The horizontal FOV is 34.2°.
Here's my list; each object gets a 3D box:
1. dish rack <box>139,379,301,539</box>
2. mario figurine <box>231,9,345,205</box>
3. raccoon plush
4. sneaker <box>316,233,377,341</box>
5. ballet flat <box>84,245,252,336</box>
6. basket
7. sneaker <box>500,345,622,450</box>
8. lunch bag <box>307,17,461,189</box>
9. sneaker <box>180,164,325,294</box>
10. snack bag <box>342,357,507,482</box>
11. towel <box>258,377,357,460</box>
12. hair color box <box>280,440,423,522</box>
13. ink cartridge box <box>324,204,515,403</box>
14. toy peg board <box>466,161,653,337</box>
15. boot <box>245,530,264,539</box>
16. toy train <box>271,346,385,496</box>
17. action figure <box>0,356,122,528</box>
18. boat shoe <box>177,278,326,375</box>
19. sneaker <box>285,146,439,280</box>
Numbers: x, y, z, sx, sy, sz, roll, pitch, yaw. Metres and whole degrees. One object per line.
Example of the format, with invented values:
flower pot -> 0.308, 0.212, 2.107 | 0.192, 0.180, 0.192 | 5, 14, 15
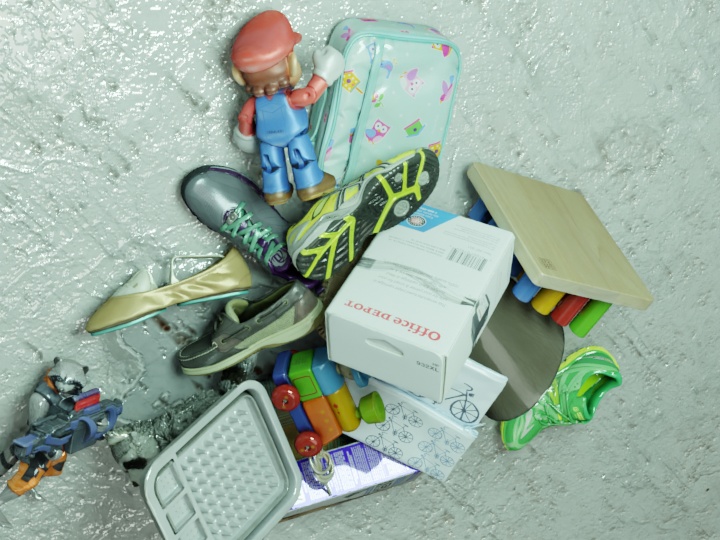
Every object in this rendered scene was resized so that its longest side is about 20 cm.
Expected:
dish rack -> -0.158, 0.237, 1.300 | 0.200, 0.043, 0.173 | -41, 119, -41
mario figurine -> -0.077, -0.180, 1.266 | 0.122, 0.106, 0.203 | -13, 105, -14
raccoon plush -> -0.216, 0.168, 1.395 | 0.132, 0.201, 0.097 | 18, 144, 7
sneaker -> 0.000, 0.000, 1.417 | 0.109, 0.069, 0.202 | 59, 49, -72
ballet flat -> -0.223, 0.020, 1.334 | 0.198, 0.069, 0.064 | -16, 94, -20
basket -> 0.147, 0.060, 1.474 | 0.135, 0.182, 0.200 | -22, 127, 37
sneaker -> 0.280, 0.184, 1.639 | 0.199, 0.084, 0.074 | -38, 126, -2
lunch bag -> 0.021, -0.178, 1.324 | 0.158, 0.077, 0.202 | 1, 116, -26
sneaker -> -0.113, -0.046, 1.324 | 0.199, 0.088, 0.075 | 35, 98, -35
snack bag -> 0.062, 0.155, 1.406 | 0.187, 0.021, 0.201 | 28, 128, -3
towel -> -0.061, 0.185, 1.516 | 0.198, 0.022, 0.148 | -13, 121, -18
hair color box -> -0.018, 0.264, 1.511 | 0.197, 0.066, 0.109 | -13, 164, -13
ink cartridge box -> 0.068, 0.029, 1.298 | 0.201, 0.144, 0.084 | -56, 156, -39
toy peg board -> 0.222, -0.014, 1.438 | 0.197, 0.201, 0.098 | 12, 127, -36
boot -> -0.162, 0.315, 1.429 | 0.072, 0.201, 0.152 | 13, 124, -13
toy train -> -0.020, 0.178, 1.389 | 0.114, 0.085, 0.202 | -15, 118, 15
action figure -> -0.364, 0.185, 1.310 | 0.195, 0.104, 0.200 | -63, 165, 7
boat shoe -> -0.135, 0.061, 1.357 | 0.199, 0.072, 0.066 | -21, 113, 24
sneaker -> -0.002, -0.077, 1.290 | 0.199, 0.076, 0.076 | -35, 133, -7
